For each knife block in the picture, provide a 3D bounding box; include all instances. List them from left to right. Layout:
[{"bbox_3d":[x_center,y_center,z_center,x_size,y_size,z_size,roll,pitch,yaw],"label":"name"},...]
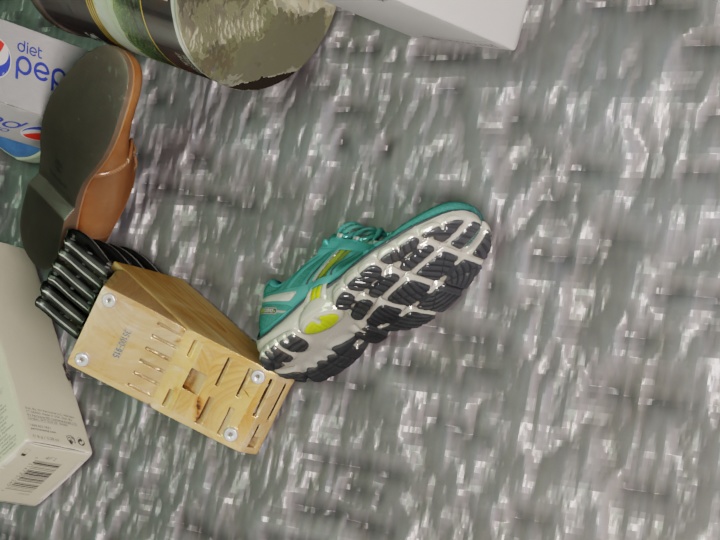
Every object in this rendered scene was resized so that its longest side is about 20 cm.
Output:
[{"bbox_3d":[-0.141,0.042,1.543,0.200,0.176,0.064,27,102,-1],"label":"knife block"}]

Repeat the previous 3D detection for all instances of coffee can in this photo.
[{"bbox_3d":[-0.133,-0.222,1.535,0.200,0.146,0.147,23,95,45],"label":"coffee can"}]

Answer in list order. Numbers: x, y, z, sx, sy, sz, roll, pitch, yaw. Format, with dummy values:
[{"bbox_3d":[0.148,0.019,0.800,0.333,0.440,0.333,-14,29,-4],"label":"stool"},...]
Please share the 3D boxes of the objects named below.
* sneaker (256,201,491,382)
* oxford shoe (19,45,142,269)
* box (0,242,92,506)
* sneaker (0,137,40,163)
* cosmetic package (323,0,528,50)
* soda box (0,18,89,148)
[{"bbox_3d":[0.000,0.000,1.400,0.200,0.077,0.080,-30,50,35],"label":"sneaker"},{"bbox_3d":[-0.195,-0.089,1.584,0.071,0.071,0.200,51,135,27],"label":"oxford shoe"},{"bbox_3d":[-0.278,0.077,1.650,0.082,0.068,0.200,-40,53,29],"label":"box"},{"bbox_3d":[-0.321,-0.152,1.725,0.200,0.111,0.077,40,107,43],"label":"sneaker"},{"bbox_3d":[0.010,-0.203,1.353,0.101,0.200,0.072,14,89,46],"label":"cosmetic package"},{"bbox_3d":[-0.266,-0.143,1.605,0.063,0.200,0.069,-15,68,42],"label":"soda box"}]
